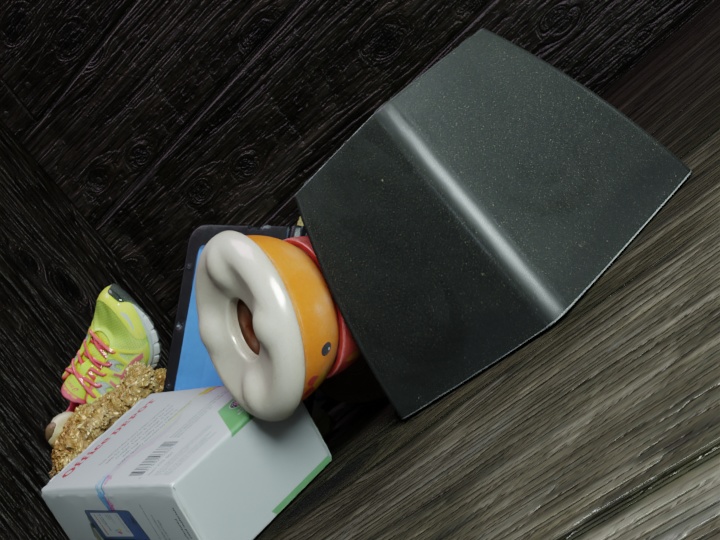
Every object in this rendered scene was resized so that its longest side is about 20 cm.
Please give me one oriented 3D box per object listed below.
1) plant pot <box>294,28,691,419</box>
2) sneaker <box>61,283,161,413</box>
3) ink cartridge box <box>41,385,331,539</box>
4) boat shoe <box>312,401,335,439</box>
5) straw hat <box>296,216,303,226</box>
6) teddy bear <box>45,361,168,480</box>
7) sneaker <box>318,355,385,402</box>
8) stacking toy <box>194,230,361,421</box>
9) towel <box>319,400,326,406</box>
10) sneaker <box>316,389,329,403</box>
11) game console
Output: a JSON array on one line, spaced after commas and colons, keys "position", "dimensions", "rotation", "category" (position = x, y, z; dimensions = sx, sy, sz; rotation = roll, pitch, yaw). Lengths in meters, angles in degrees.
[{"position": [0.075, -0.046, 0.981], "dimensions": [0.199, 0.178, 0.200], "rotation": [-41, 0, -39], "category": "plant pot"}, {"position": [-0.263, 0.100, 1.411], "dimensions": [0.090, 0.078, 0.201], "rotation": [-28, -34, -36], "category": "sneaker"}, {"position": [-0.145, 0.167, 1.130], "dimensions": [0.199, 0.088, 0.145], "rotation": [-9, 25, 46], "category": "ink cartridge box"}, {"position": [-0.105, 0.180, 1.256], "dimensions": [0.201, 0.063, 0.073], "rotation": [-42, 1, -34], "category": "boat shoe"}, {"position": [0.000, 0.000, 1.283], "dimensions": [0.201, 0.085, 0.202], "rotation": [-167, 90, -69], "category": "straw hat"}, {"position": [-0.247, 0.149, 1.338], "dimensions": [0.145, 0.067, 0.200], "rotation": [-43, -1, 35], "category": "teddy bear"}, {"position": [0.049, 0.040, 1.203], "dimensions": [0.200, 0.070, 0.109], "rotation": [-33, 9, 28], "category": "sneaker"}, {"position": [-0.015, 0.020, 1.066], "dimensions": [0.199, 0.147, 0.146], "rotation": [-18, -11, -29], "category": "stacking toy"}, {"position": [-0.133, 0.218, 1.665], "dimensions": [0.200, 0.032, 0.191], "rotation": [-40, 2, 36], "category": "towel"}, {"position": [-0.075, 0.100, 1.637], "dimensions": [0.075, 0.087, 0.200], "rotation": [-24, 18, -18], "category": "sneaker"}, {"position": [-0.100, 0.043, 1.221], "dimensions": [0.176, 0.116, 0.201], "rotation": [135, 144, -71], "category": "game console"}]
